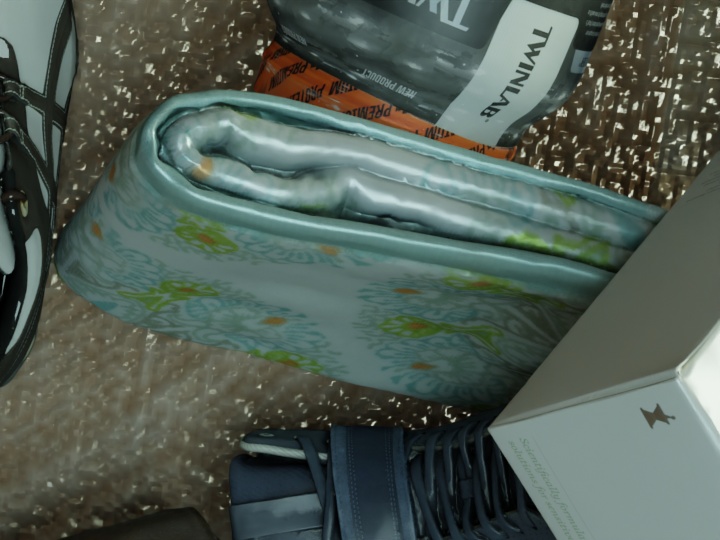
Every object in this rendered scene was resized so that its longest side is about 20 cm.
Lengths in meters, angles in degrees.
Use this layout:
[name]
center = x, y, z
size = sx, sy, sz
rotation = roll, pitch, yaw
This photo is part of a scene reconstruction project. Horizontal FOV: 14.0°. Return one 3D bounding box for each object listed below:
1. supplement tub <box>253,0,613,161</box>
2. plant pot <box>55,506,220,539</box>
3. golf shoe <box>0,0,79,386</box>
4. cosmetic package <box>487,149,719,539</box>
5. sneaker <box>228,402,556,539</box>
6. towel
[supplement tub]
center = 0.042, -0.138, 1.034
size = 0.122, 0.123, 0.201
rotation = 19, 100, -13
[plant pot]
center = -0.127, 0.189, 1.063
size = 0.198, 0.200, 0.201
rotation = -18, 106, -12
[golf shoe]
center = -0.137, -0.047, 1.044
size = 0.077, 0.095, 0.201
rotation = -3, 103, -7
[cosmetic package]
center = 0.141, 0.029, 0.950
size = 0.200, 0.085, 0.108
rotation = -44, 109, -43
[sneaker]
center = 0.026, 0.083, 1.055
size = 0.146, 0.202, 0.077
rotation = -1, 75, -5
[towel]
center = 0.000, 0.000, 1.040
size = 0.199, 0.171, 0.048
rotation = 15, 69, -12
